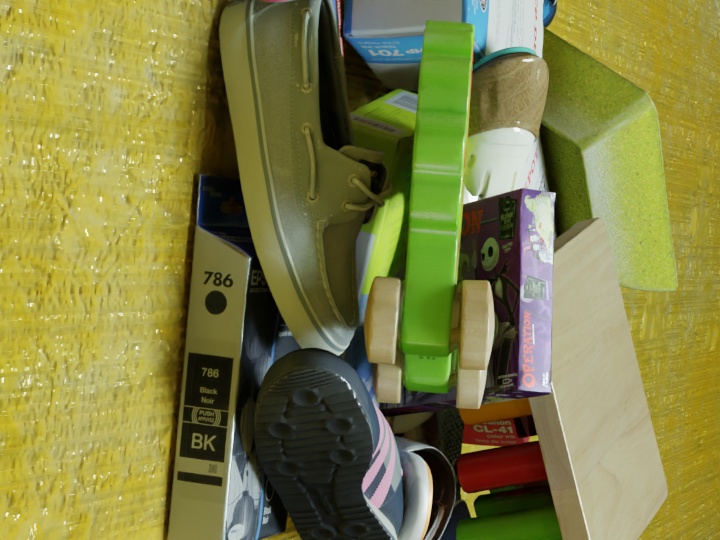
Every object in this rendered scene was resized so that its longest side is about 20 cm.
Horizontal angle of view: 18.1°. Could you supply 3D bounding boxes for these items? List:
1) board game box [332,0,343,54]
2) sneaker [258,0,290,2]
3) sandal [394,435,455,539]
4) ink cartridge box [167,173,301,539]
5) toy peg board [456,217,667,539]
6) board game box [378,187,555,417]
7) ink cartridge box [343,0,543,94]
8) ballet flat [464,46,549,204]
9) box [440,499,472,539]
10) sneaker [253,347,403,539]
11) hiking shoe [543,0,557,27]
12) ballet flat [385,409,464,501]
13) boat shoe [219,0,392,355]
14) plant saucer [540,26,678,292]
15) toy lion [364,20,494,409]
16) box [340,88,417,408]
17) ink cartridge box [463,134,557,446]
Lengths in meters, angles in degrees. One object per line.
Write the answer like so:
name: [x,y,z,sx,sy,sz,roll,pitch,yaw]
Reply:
board game box: [-0.034,-0.103,1.329,0.103,0.019,0.202,-51,142,-57]
sneaker: [-0.031,-0.215,1.208,0.121,0.083,0.201,77,25,-46]
sandal: [0.032,0.147,1.413,0.207,0.059,0.080,-179,-82,-78]
ink cartridge box: [-0.064,0.049,1.252,0.099,0.039,0.202,-2,97,-70]
toy peg board: [0.114,0.088,1.484,0.200,0.097,0.201,-32,108,-67]
board game box: [0.056,0.023,1.393,0.032,0.200,0.121,10,78,-26]
ink cartridge box: [0.057,-0.184,1.451,0.200,0.085,0.148,46,44,-68]
ballet flat: [0.067,-0.069,1.432,0.200,0.067,0.073,-39,-127,57]
box: [0.038,0.234,1.531,0.121,0.032,0.201,-44,148,-17]
sneaker: [-0.017,0.088,1.263,0.201,0.069,0.083,79,13,-53]
hiking shoe: [0.126,-0.222,1.662,0.200,0.086,0.075,44,54,-67]
ballet flat: [0.033,0.112,1.524,0.074,0.074,0.202,-49,137,-60]
boat shoe: [-0.022,-0.054,1.223,0.070,0.071,0.203,-12,90,-71]
plant saucer: [0.137,-0.085,1.640,0.048,0.200,0.201,-37,140,-19]
toy lion: [0.043,-0.033,1.245,0.200,0.068,0.194,83,11,-77]
box: [0.000,0.000,1.358,0.122,0.047,0.202,-36,142,-68]
ink cartridge box: [0.084,0.007,1.606,0.201,0.085,0.148,76,27,-47]
